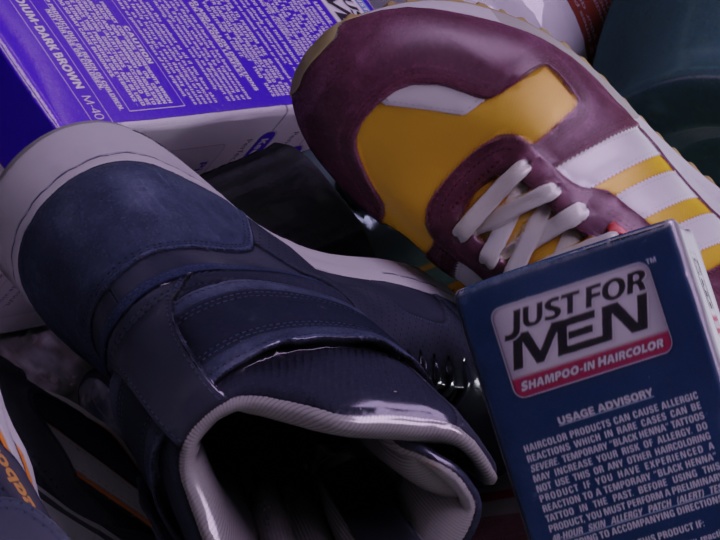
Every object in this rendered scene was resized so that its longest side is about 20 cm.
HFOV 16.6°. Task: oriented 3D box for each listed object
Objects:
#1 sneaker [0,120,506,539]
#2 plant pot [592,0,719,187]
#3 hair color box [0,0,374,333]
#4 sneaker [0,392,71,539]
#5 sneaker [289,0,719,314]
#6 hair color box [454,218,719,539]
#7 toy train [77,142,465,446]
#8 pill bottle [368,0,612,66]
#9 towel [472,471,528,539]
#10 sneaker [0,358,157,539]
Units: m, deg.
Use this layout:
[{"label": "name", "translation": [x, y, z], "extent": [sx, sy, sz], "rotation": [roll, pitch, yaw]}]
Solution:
[{"label": "sneaker", "translation": [0.003, 0.049, 0.660], "extent": [0.202, 0.077, 0.146], "rotation": [26, 14, -44]}, {"label": "plant pot", "translation": [0.168, -0.055, 0.912], "extent": [0.200, 0.200, 0.188], "rotation": [45, 44, -4]}, {"label": "hair color box", "translation": [-0.076, -0.040, 0.799], "extent": [0.199, 0.109, 0.065], "rotation": [-10, 60, -55]}, {"label": "sneaker", "translation": [-0.106, 0.065, 0.567], "extent": [0.201, 0.078, 0.079], "rotation": [61, -7, -8]}, {"label": "sneaker", "translation": [0.067, -0.005, 0.718], "extent": [0.199, 0.075, 0.090], "rotation": [30, 25, -24]}, {"label": "hair color box", "translation": [0.086, 0.092, 0.634], "extent": [0.100, 0.060, 0.201], "rotation": [7, 66, -80]}, {"label": "toy train", "translation": [0.000, 0.000, 0.804], "extent": [0.199, 0.114, 0.085], "rotation": [-23, 65, -33]}, {"label": "pill bottle", "translation": [0.048, -0.087, 0.993], "extent": [0.112, 0.112, 0.200], "rotation": [49, 26, 3]}, {"label": "towel", "translation": [0.036, 0.067, 0.799], "extent": [0.200, 0.143, 0.023], "rotation": [-40, 116, -60]}, {"label": "sneaker", "translation": [-0.122, 0.053, 0.653], "extent": [0.200, 0.078, 0.079], "rotation": [43, 10, -10]}]
